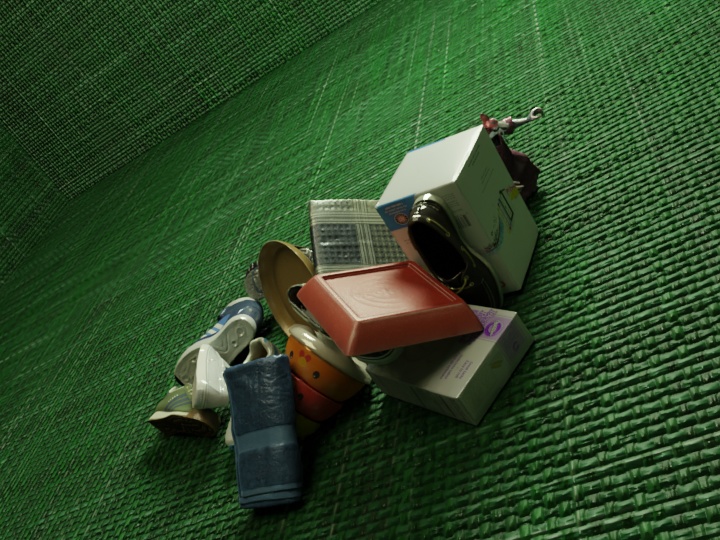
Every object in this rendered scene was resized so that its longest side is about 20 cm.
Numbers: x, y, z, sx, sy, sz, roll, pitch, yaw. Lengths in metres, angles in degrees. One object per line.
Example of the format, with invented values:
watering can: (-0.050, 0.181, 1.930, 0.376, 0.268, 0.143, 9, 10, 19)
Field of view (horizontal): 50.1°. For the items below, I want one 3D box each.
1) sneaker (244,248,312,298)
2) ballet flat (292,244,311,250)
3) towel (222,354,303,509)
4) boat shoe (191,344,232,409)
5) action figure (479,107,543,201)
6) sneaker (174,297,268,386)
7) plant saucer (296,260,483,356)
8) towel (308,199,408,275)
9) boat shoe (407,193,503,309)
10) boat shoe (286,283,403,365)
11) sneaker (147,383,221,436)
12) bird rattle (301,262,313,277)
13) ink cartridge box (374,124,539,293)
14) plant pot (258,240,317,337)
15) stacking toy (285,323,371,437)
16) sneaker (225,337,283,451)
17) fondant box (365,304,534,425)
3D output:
sneaker: (-0.141, 0.014, 1.485, 0.196, 0.086, 0.077, -12, 76, 33)
ballet flat: (-0.126, -0.027, 1.581, 0.067, 0.047, 0.199, -46, 28, -15)
towel: (-0.135, 0.224, 1.077, 0.110, 0.048, 0.205, -17, 73, 34)
boat shoe: (-0.251, 0.182, 1.326, 0.200, 0.067, 0.074, -142, 63, -76)
action figure: (0.214, -0.183, 1.226, 0.147, 0.201, 0.136, 14, 66, 36)
sneaker: (-0.265, 0.132, 1.489, 0.199, 0.081, 0.147, -40, 13, 13)
plant saucer: (0.035, 0.039, 1.031, 0.195, 0.038, 0.200, -8, 23, -22)
towel: (0.016, -0.030, 1.248, 0.195, 0.035, 0.196, 0, 57, -14)
boat shoe: (0.127, -0.006, 1.058, 0.071, 0.202, 0.061, -23, 23, 37)
boat shoe: (-0.027, 0.074, 1.093, 0.197, 0.064, 0.072, 22, 81, 35)
sneaker: (-0.299, 0.237, 1.359, 0.198, 0.067, 0.091, -12, 41, 46)
bird rattle: (0.000, 0.000, 1.315, 0.114, 0.196, 0.165, -62, 39, 45)
ink cartridge box: (0.149, -0.075, 1.143, 0.145, 0.202, 0.146, -14, 32, 38)
plant pot: (-0.107, 0.040, 1.303, 0.027, 0.204, 0.198, -27, 19, -31)
stacking toy: (-0.086, 0.196, 1.136, 0.203, 0.145, 0.146, -59, 29, -2)
sneaker: (-0.180, 0.202, 1.255, 0.075, 0.081, 0.202, -18, 34, 30)
fondant box: (0.117, 0.115, 1.046, 0.145, 0.059, 0.198, -50, 30, -21)
